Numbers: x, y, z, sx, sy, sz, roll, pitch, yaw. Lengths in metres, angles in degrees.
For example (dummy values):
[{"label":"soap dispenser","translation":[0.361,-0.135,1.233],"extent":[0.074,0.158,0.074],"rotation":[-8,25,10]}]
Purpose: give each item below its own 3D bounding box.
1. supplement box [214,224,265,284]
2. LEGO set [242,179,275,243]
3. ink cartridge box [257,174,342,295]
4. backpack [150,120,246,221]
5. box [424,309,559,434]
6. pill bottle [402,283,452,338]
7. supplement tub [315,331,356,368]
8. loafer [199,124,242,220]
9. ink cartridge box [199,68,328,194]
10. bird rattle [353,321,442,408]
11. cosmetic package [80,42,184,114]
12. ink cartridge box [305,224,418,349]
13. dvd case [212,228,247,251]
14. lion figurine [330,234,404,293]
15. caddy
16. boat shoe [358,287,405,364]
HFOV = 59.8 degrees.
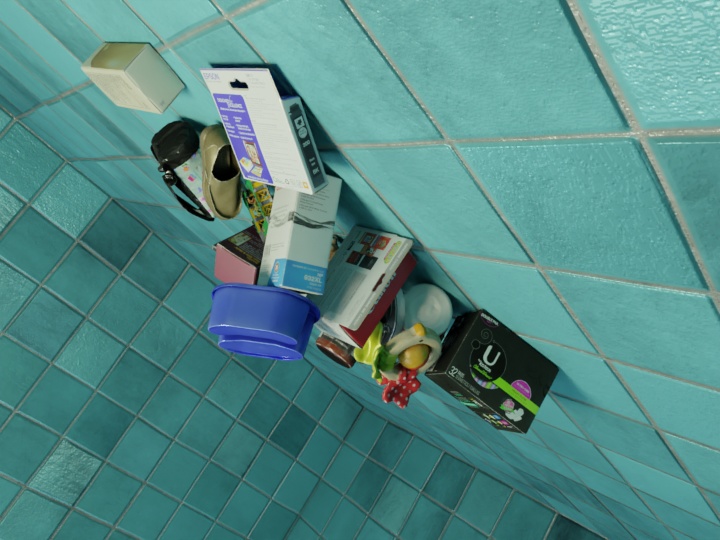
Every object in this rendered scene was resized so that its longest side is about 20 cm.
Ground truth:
[{"label":"supplement box","translation":[-0.207,-0.035,1.352],"extent":[0.109,0.199,0.087],"rotation":[29,127,20]},{"label":"LEGO set","translation":[-0.159,-0.138,1.254],"extent":[0.156,0.114,0.200],"rotation":[63,163,9]},{"label":"ink cartridge box","translation":[-0.109,-0.065,1.103],"extent":[0.082,0.205,0.144],"rotation":[12,174,-24]},{"label":"backpack","translation":[-0.333,-0.203,1.307],"extent":[0.201,0.125,0.168],"rotation":[54,-175,-40]},{"label":"box","translation":[0.255,0.200,1.229],"extent":[0.198,0.150,0.124],"rotation":[36,164,-6]},{"label":"pill bottle","translation":[0.127,0.109,1.302],"extent":[0.110,0.112,0.201],"rotation":[31,164,11]},{"label":"supplement tub","translation":[-0.013,0.115,1.449],"extent":[0.106,0.202,0.107],"rotation":[30,164,10]},{"label":"loafer","translation":[-0.271,-0.180,1.226],"extent":[0.067,0.075,0.203],"rotation":[43,147,44]},{"label":"ink cartridge box","translation":[-0.152,-0.228,0.985],"extent":[0.196,0.043,0.203],"rotation":[19,139,44]},{"label":"bird rattle","translation":[0.083,0.174,1.178],"extent":[0.200,0.161,0.114],"rotation":[49,-167,-40]},{"label":"cosmetic package","translation":[-0.425,-0.359,1.162],"extent":[0.198,0.072,0.105],"rotation":[21,159,42]},{"label":"ink cartridge box","translation":[0.009,0.031,1.150],"extent":[0.174,0.202,0.084],"rotation":[17,157,49]},{"label":"dvd case","translation":[-0.226,-0.056,1.469],"extent":[0.147,0.199,0.016],"rotation":[29,124,20]},{"label":"lion figurine","translation":[0.000,0.000,1.332],"extent":[0.198,0.073,0.122],"rotation":[32,178,-9]},{"label":"caddy","translation":[-0.169,0.080,1.090],"extent":[0.195,0.107,0.142],"rotation":[7,152,8]},{"label":"boat shoe","translation":[0.033,0.111,1.227],"extent":[0.202,0.065,0.071],"rotation":[107,147,-42]}]
